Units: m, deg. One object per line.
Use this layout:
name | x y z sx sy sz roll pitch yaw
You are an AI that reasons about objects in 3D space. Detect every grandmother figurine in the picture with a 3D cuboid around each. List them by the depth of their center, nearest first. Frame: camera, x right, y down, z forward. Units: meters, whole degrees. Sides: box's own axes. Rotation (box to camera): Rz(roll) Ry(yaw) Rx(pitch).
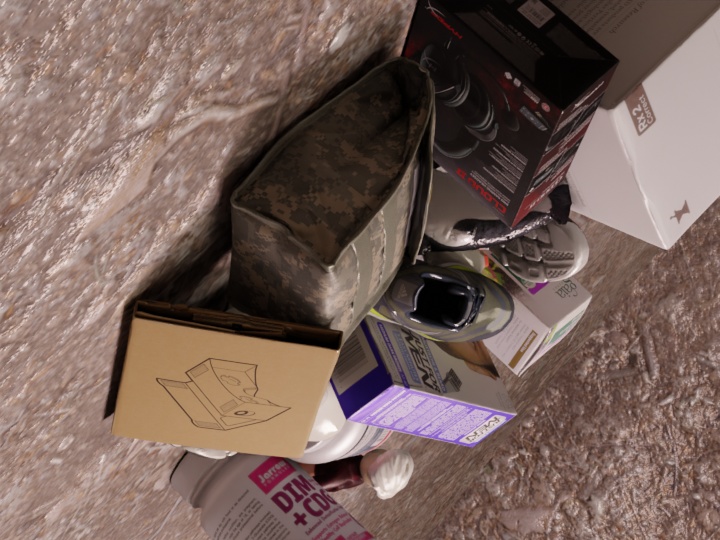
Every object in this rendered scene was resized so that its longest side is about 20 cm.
grandmother figurine | -0.038 0.213 2.048 0.199 0.061 0.121 -5 -165 25

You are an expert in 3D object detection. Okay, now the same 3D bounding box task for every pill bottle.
pill bottle | -0.086 0.246 1.918 0.113 0.200 0.113 -45 167 -14
pill bottle | -0.038 0.130 1.923 0.120 0.120 0.200 -50 166 9

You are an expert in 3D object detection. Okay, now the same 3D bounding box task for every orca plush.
orca plush | 0.082 -0.049 1.669 0.199 0.106 0.071 -9 149 1

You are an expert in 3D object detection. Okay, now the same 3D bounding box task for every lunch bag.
lunch bag | -0.007 -0.054 1.517 0.200 0.117 0.164 -51 165 -27

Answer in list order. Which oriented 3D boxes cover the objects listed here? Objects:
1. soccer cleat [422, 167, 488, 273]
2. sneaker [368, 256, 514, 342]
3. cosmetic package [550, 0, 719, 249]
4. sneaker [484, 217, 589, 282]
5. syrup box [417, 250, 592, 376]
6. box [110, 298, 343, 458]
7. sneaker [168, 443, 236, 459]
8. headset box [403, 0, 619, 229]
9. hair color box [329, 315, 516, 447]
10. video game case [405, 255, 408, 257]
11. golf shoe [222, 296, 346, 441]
soccer cleat | 0.065 -0.046 1.731 0.077 0.069 0.201 -17 112 -32
sneaker | 0.072 0.030 1.657 0.199 0.081 0.074 10 98 -48
cosmetic package | 0.222 -0.154 1.662 0.165 0.200 0.165 -44 131 -17
sneaker | 0.151 -0.046 1.751 0.081 0.200 0.078 -14 111 -31
syrup box | 0.118 -0.003 1.867 0.079 0.200 0.082 -34 162 -42
box | -0.109 0.091 1.542 0.200 0.162 0.021 111 -14 -57
sneaker | -0.118 0.098 1.724 0.200 0.080 0.084 -42 150 -55
headset box | 0.107 -0.140 1.559 0.077 0.149 0.200 -40 165 -27
hair color box | 0.047 0.087 1.730 0.065 0.110 0.200 -37 151 23
video game case | -0.008 0.038 1.748 0.143 0.019 0.200 -54 145 4
golf shoe | -0.062 0.104 1.647 0.078 0.097 0.200 -45 135 0
